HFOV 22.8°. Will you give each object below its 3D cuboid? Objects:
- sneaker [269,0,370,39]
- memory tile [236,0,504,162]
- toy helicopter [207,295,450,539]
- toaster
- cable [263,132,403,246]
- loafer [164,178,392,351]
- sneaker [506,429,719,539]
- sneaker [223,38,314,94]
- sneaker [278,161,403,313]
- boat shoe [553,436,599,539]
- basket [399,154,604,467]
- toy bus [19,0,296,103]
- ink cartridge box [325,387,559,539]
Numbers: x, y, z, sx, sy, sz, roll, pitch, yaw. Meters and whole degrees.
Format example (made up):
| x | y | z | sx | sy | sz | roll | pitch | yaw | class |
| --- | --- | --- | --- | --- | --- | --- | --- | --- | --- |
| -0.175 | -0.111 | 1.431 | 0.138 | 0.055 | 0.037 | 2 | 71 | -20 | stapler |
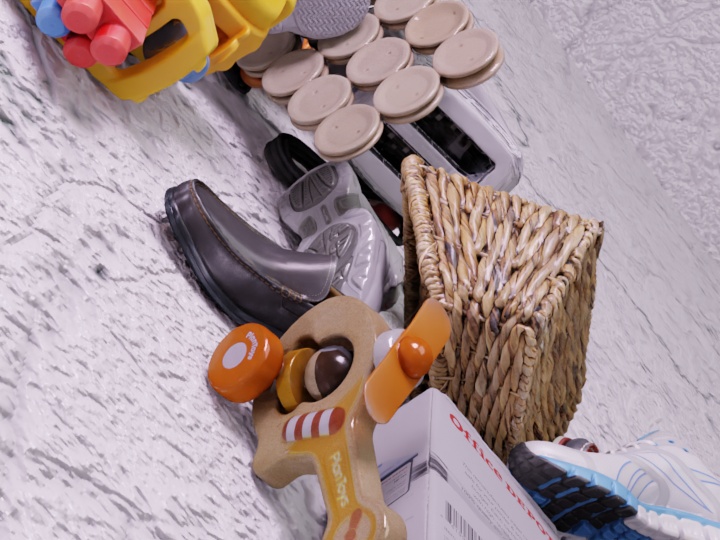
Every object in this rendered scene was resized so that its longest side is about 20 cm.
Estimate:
| x | y | z | sx | sy | sz | roll | pitch | yaw | class |
| --- | --- | --- | --- | --- | --- | --- | --- | --- | --- |
| -0.094 | -0.226 | 1.327 | 0.200 | 0.076 | 0.114 | 7 | 29 | -8 | sneaker |
| 0.004 | -0.157 | 1.297 | 0.200 | 0.153 | 0.017 | 50 | -8 | 51 | memory tile |
| -0.003 | 0.088 | 0.983 | 0.079 | 0.132 | 0.200 | 43 | 20 | -36 | toy helicopter |
| 0.038 | -0.115 | 1.373 | 0.200 | 0.114 | 0.129 | 44 | 9 | -25 | toaster |
| -0.017 | -0.060 | 1.442 | 0.200 | 0.050 | 0.097 | -2 | 72 | -57 | cable |
| -0.043 | 0.010 | 1.133 | 0.200 | 0.072 | 0.073 | 47 | 19 | -24 | loafer |
| 0.177 | 0.141 | 1.184 | 0.200 | 0.075 | 0.087 | 25 | 53 | -28 | sneaker |
| -0.065 | -0.170 | 1.447 | 0.200 | 0.078 | 0.112 | 32 | 30 | -29 | sneaker |
| 0.000 | 0.000 | 1.274 | 0.099 | 0.078 | 0.200 | 50 | 17 | -27 | sneaker |
| 0.172 | 0.210 | 1.229 | 0.071 | 0.063 | 0.200 | -14 | 95 | -54 | boat shoe |
| 0.066 | 0.050 | 1.207 | 0.143 | 0.149 | 0.200 | -56 | 158 | -36 | basket |
| -0.142 | -0.180 | 1.154 | 0.200 | 0.136 | 0.192 | 47 | 31 | -33 | toy bus |
| 0.053 | 0.182 | 1.040 | 0.146 | 0.086 | 0.200 | 50 | 15 | -17 | ink cartridge box |
